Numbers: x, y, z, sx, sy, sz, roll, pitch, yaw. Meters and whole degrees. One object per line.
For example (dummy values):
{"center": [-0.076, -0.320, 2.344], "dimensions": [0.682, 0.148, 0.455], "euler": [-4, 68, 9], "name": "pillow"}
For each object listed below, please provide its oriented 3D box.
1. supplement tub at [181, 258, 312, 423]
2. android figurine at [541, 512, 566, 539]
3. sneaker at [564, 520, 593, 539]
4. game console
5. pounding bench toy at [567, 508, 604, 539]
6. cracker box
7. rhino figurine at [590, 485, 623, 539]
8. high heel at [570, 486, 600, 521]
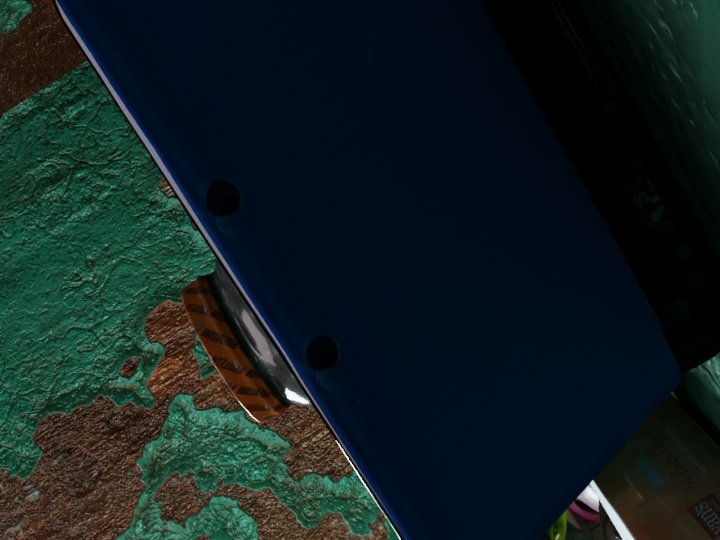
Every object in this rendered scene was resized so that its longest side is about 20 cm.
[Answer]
{"center": [0.000, 0.000, 0.806], "dimensions": [0.123, 0.199, 0.123], "euler": [58, -178, -3], "name": "supplement tub"}
{"center": [0.066, 0.027, 0.568], "dimensions": [0.200, 0.041, 0.183], "euler": [-75, -20, -59], "name": "android figurine"}
{"center": [0.118, 0.193, 0.725], "dimensions": [0.100, 0.078, 0.200], "euler": [54, 180, -13], "name": "sneaker"}
{"center": [0.013, -0.039, 0.398], "dimensions": [0.201, 0.118, 0.171], "euler": [59, -179, -15], "name": "game console"}
{"center": [0.150, 0.214, 1.141], "dimensions": [0.155, 0.124, 0.200], "euler": [19, -150, -41], "name": "pounding bench toy"}
{"center": [0.176, 0.163, 0.604], "dimensions": [0.201, 0.058, 0.134], "euler": [57, -177, -20], "name": "cracker box"}
{"center": [0.159, 0.134, 0.729], "dimensions": [0.200, 0.060, 0.088], "euler": [53, -172, -51], "name": "rhino figurine"}
{"center": [0.185, 0.168, 0.962], "dimensions": [0.200, 0.067, 0.096], "euler": [81, 171, -58], "name": "high heel"}
